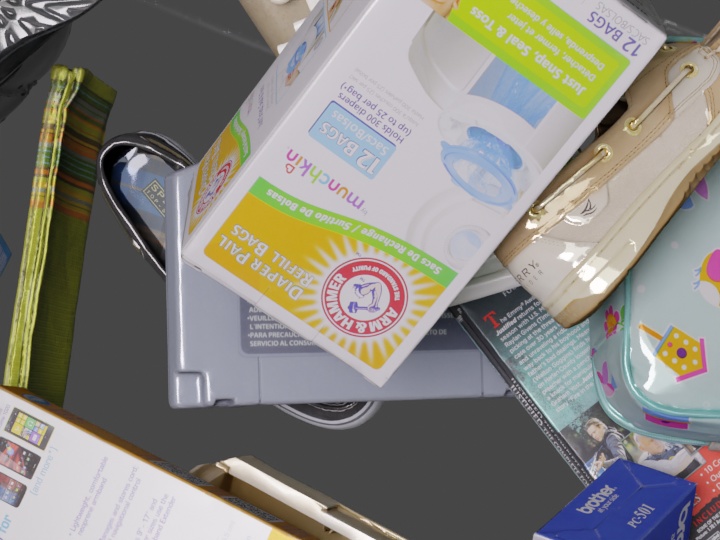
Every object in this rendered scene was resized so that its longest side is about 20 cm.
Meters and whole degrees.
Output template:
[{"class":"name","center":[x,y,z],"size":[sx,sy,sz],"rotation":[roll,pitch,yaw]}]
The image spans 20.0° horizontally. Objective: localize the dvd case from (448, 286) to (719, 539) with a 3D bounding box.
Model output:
[{"class":"dvd case","center":[0.155,0.049,1.013],"size":[0.146,0.022,0.200],"rotation":[-36,83,-17]}]

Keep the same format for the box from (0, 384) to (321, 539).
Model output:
[{"class":"box","center":[-0.131,0.140,0.981],"size":[0.199,0.041,0.120],"rotation":[25,91,17]}]

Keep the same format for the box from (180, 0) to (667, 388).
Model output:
[{"class":"box","center":[0.022,-0.069,0.881],"size":[0.112,0.101,0.200],"rotation":[34,108,-15]}]

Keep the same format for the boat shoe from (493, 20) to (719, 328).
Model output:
[{"class":"boat shoe","center":[0.129,-0.070,0.915],"size":[0.069,0.074,0.200],"rotation":[38,72,1]}]

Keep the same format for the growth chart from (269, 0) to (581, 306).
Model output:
[{"class":"growth chart","center":[0.036,-0.068,0.946],"size":[0.144,0.018,0.201],"rotation":[-11,114,4]}]

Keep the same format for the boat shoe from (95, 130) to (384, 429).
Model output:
[{"class":"boat shoe","center":[-0.065,0.003,1.055],"size":[0.070,0.066,0.200],"rotation":[-40,81,6]}]

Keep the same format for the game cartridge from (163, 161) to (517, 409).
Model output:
[{"class":"game cartridge","center":[0.000,0.000,1.021],"size":[0.199,0.042,0.134],"rotation":[0,83,-19]}]

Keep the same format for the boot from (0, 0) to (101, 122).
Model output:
[{"class":"boot","center":[-0.164,-0.128,1.014],"size":[0.164,0.200,0.066],"rotation":[-36,90,3]}]

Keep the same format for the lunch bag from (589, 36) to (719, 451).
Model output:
[{"class":"lunch bag","center":[0.194,-0.007,0.983],"size":[0.159,0.077,0.201],"rotation":[5,72,-6]}]

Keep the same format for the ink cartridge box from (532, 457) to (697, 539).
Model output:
[{"class":"ink cartridge box","center":[0.108,0.199,0.959],"size":[0.044,0.094,0.201],"rotation":[16,115,27]}]

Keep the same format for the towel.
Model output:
[{"class":"towel","center":[-0.155,-0.003,1.061],"size":[0.018,0.086,0.201],"rotation":[8,88,10]}]

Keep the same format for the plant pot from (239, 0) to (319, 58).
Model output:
[{"class":"plant pot","center":[0.017,-0.188,1.000],"size":[0.199,0.200,0.178],"rotation":[-17,99,8]}]

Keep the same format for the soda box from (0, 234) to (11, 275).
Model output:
[{"class":"soda box","center":[-0.260,0.052,1.057],"size":[0.067,0.064,0.201],"rotation":[22,71,11]}]

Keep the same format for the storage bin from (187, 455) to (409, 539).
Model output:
[{"class":"storage bin","center":[-0.030,0.224,1.022],"size":[0.199,0.094,0.199],"rotation":[27,92,11]}]
